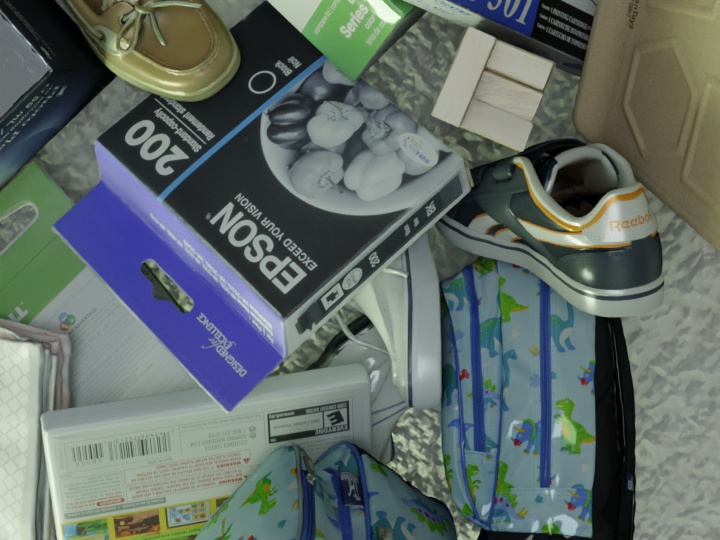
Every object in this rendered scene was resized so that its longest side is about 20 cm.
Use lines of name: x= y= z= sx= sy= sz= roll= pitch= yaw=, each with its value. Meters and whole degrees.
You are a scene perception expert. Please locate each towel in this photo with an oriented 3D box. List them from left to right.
towel: x=-0.269 y=0.124 z=1.199 sx=0.189 sy=0.032 sz=0.202 roll=8 pitch=101 yaw=28

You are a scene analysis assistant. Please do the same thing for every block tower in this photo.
block tower: x=0.078 y=-0.106 z=1.108 sx=0.057 sy=0.200 sz=0.055 roll=22 pitch=96 yaw=3

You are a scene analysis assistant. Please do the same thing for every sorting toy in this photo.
sorting toy: x=0.200 y=-0.116 z=1.031 sx=0.036 sy=0.200 sz=0.187 roll=-7 pitch=122 yaw=-29

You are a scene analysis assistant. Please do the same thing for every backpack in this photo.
backpack: x=-0.030 y=0.217 z=1.088 sx=0.146 sy=0.201 sz=0.183 roll=32 pitch=111 yaw=-27
backpack: x=0.110 y=0.085 z=1.146 sx=0.152 sy=0.163 sz=0.202 roll=11 pitch=87 yaw=16

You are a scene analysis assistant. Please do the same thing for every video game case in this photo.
video game case: x=-0.089 y=0.149 z=1.165 sx=0.198 sy=0.023 sz=0.184 roll=-9 pitch=124 yaw=-10

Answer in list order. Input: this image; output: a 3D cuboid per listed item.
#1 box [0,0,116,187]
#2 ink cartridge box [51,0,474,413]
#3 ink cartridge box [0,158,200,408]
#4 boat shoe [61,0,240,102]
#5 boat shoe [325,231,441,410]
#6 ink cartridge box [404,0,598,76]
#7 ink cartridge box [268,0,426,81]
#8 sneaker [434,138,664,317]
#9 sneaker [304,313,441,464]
box: x=-0.269 y=-0.096 z=1.138 sx=0.200 sy=0.198 sz=0.123 roll=-43 pitch=93 yaw=7
ink cartridge box: x=-0.068 y=-0.046 z=1.129 sx=0.200 sy=0.044 sz=0.198 roll=-42 pitch=57 yaw=-10
ink cartridge box: x=-0.174 y=0.039 z=1.202 sx=0.104 sy=0.059 sz=0.200 roll=-43 pitch=76 yaw=7
boat shoe: x=-0.156 y=-0.180 z=1.161 sx=0.200 sy=0.063 sz=0.073 roll=40 pitch=77 yaw=18
boat shoe: x=0.000 y=-0.003 z=1.143 sx=0.085 sy=0.075 sz=0.204 roll=-6 pitch=59 yaw=-4
ink cartridge box: x=0.098 y=-0.181 z=1.104 sx=0.044 sy=0.199 sz=0.095 roll=11 pitch=89 yaw=39
ink cartridge box: x=-0.021 y=-0.239 z=1.132 sx=0.200 sy=0.084 sz=0.145 roll=44 pitch=57 yaw=0
sneaker: x=0.110 y=-0.043 z=1.108 sx=0.078 sy=0.199 sz=0.080 roll=-18 pitch=116 yaw=-28
sneaker: x=-0.028 y=0.105 z=1.199 sx=0.199 sy=0.075 sz=0.087 roll=-36 pitch=96 yaw=7
